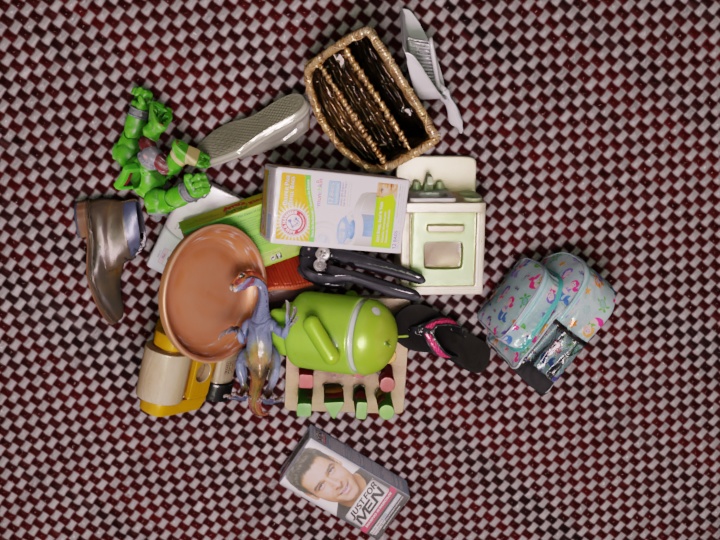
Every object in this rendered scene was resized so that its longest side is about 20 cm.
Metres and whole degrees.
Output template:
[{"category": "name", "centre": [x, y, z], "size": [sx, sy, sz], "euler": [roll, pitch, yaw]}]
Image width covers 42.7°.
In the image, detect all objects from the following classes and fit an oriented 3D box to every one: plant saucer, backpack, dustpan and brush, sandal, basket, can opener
[{"category": "plant saucer", "centre": [-0.216, 0.032, 1.328], "size": [0.037, 0.200, 0.201], "euler": [7, 109, 38]}, {"category": "backpack", "centre": [0.290, 0.065, 1.434], "size": [0.151, 0.178, 0.200], "euler": [43, 95, -17]}, {"category": "dustpan and brush", "centre": [0.110, -0.284, 1.379], "size": [0.057, 0.140, 0.200], "euler": [-11, 131, 10]}, {"category": "sandal", "centre": [0.137, 0.109, 1.475], "size": [0.199, 0.045, 0.075], "euler": [25, 78, -24]}, {"category": "basket", "centre": [0.005, -0.242, 1.353], "size": [0.142, 0.149, 0.200], "euler": [-32, 105, 5]}, {"category": "can opener", "centre": [0.000, 0.000, 1.382], "size": [0.199, 0.079, 0.064], "euler": [9, 81, 11]}]

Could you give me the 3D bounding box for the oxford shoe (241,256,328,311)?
[{"category": "oxford shoe", "centre": [-0.139, 0.030, 1.457], "size": [0.199, 0.071, 0.073], "euler": [-11, 134, -10]}]

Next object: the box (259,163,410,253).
[{"category": "box", "centre": [-0.042, -0.092, 1.353], "size": [0.199, 0.101, 0.113], "euler": [5, 98, -16]}]

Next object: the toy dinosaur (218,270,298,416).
[{"category": "toy dinosaur", "centre": [-0.162, 0.100, 1.346], "size": [0.105, 0.200, 0.182], "euler": [5, 66, -16]}]

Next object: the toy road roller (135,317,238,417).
[{"category": "toy road roller", "centre": [-0.285, 0.133, 1.420], "size": [0.146, 0.200, 0.123], "euler": [21, 103, 29]}]

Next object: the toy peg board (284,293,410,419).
[{"category": "toy peg board", "centre": [-0.020, 0.147, 1.478], "size": [0.199, 0.098, 0.200], "euler": [2, 105, -4]}]

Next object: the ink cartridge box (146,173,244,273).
[{"category": "ink cartridge box", "centre": [-0.211, -0.038, 1.447], "size": [0.199, 0.057, 0.163], "euler": [27, 102, -5]}]

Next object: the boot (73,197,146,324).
[{"category": "boot", "centre": [-0.374, -0.017, 1.429], "size": [0.096, 0.075, 0.201], "euler": [-10, 103, 3]}]

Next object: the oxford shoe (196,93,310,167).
[{"category": "oxford shoe", "centre": [-0.161, -0.200, 1.400], "size": [0.199, 0.075, 0.058], "euler": [-25, 142, 7]}]

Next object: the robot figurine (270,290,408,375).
[{"category": "robot figurine", "centre": [-0.034, 0.094, 1.370], "size": [0.199, 0.175, 0.116], "euler": [6, 102, 21]}]

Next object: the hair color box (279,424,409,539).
[{"category": "hair color box", "centre": [-0.027, 0.357, 1.551], "size": [0.200, 0.061, 0.099], "euler": [32, 101, -10]}]

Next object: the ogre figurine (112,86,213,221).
[{"category": "ogre figurine", "centre": [-0.307, -0.166, 1.375], "size": [0.200, 0.098, 0.120], "euler": [46, 117, -1]}]

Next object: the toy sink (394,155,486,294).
[{"category": "toy sink", "centre": [0.121, -0.070, 1.421], "size": [0.130, 0.112, 0.201], "euler": [0, 104, -3]}]

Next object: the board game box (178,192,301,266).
[{"category": "board game box", "centre": [-0.166, -0.056, 1.413], "size": [0.199, 0.048, 0.102], "euler": [-21, 115, -11]}]
